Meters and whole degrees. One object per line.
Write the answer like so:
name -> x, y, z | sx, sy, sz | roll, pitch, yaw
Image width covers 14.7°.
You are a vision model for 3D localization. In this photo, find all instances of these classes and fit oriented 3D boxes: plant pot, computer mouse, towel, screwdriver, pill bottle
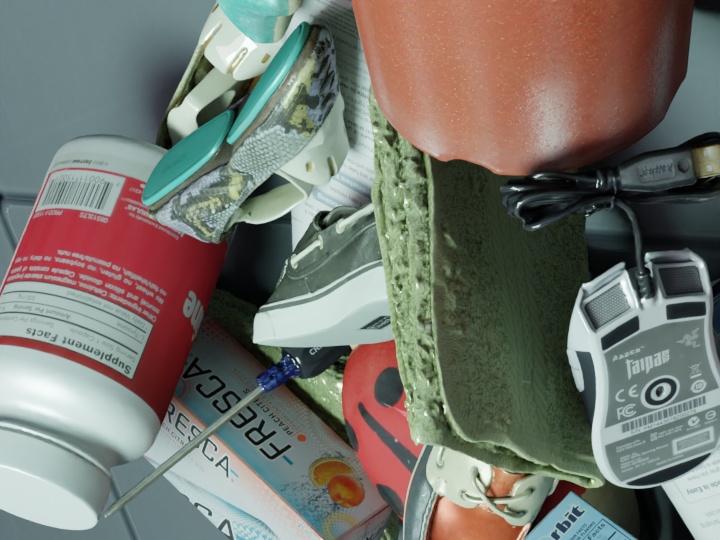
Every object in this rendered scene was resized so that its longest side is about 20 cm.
plant pot -> 0.069, -0.160, 1.232 | 0.201, 0.201, 0.195 | 29, 145, 31
computer mouse -> 0.126, 0.020, 1.297 | 0.044, 0.110, 0.200 | -120, 16, -47
towel -> 0.065, 0.001, 1.341 | 0.036, 0.148, 0.200 | -20, 67, 36
towel -> -0.059, 0.084, 1.686 | 0.200, 0.036, 0.149 | 23, 133, 37
screwdriver -> -0.068, 0.073, 1.562 | 0.028, 0.200, 0.029 | 24, 140, 49
pill bottle -> -0.150, 0.035, 1.545 | 0.112, 0.200, 0.112 | 17, 158, 7

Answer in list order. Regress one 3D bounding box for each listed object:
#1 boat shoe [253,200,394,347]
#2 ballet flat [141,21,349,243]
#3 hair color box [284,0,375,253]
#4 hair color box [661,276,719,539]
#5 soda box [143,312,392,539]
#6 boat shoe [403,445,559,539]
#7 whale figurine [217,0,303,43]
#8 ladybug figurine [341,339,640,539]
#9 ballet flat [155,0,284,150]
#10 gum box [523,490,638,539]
boat shoe -> 0.000, 0.000, 1.442 | 0.200, 0.071, 0.064 | 156, 112, -62
ballet flat -> -0.044, -0.066, 1.444 | 0.072, 0.072, 0.200 | 53, 146, 1
hair color box -> 0.017, -0.069, 1.466 | 0.099, 0.061, 0.200 | 29, 137, 32
hair color box -> 0.207, 0.101, 1.387 | 0.200, 0.061, 0.100 | 58, 144, -5
soda box -> -0.074, 0.098, 1.619 | 0.200, 0.064, 0.068 | 42, 140, 20
boat shoe -> 0.074, 0.091, 1.444 | 0.071, 0.200, 0.063 | 19, -173, -10
whale figurine -> -0.086, -0.208, 1.383 | 0.159, 0.104, 0.200 | 140, 115, -76
ladybug figurine -> 0.061, 0.104, 1.531 | 0.200, 0.072, 0.136 | 42, 132, 9
ballet flat -> -0.064, -0.110, 1.522 | 0.067, 0.062, 0.200 | 44, 143, 14
gum box -> 0.187, 0.219, 1.440 | 0.200, 0.045, 0.170 | 37, 167, 41
